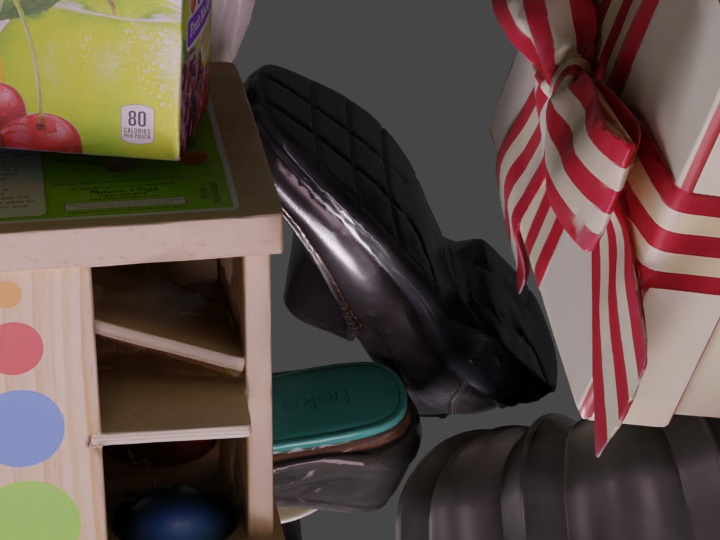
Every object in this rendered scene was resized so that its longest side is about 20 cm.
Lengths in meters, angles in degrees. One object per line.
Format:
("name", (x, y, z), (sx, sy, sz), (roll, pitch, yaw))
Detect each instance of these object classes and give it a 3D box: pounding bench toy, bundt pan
("pounding bench toy", (-0.130, 0.032, 0.774), (0.200, 0.124, 0.156), (-4, 117, -9))
("bundt pan", (0.103, 0.090, 0.905), (0.202, 0.076, 0.202), (-9, 174, -1))

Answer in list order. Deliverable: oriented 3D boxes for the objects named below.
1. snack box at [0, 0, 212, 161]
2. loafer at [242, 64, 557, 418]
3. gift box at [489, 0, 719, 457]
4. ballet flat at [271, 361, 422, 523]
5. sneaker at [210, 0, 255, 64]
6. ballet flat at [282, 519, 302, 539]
("snack box", (-0.129, -0.141, 0.711), (0.168, 0.068, 0.200), (4, 111, 4))
("loafer", (0.000, 0.000, 0.921), (0.072, 0.073, 0.200), (-26, 130, 21))
("gift box", (0.143, -0.040, 0.827), (0.186, 0.185, 0.200), (7, 125, -17))
("ballet flat", (-0.076, 0.076, 0.913), (0.200, 0.068, 0.068), (1, 133, -5))
("sneaker", (-0.096, -0.054, 0.846), (0.088, 0.075, 0.200), (3, 118, -19))
("ballet flat", (-0.080, 0.065, 0.978), (0.066, 0.057, 0.200), (-18, 127, 8))
